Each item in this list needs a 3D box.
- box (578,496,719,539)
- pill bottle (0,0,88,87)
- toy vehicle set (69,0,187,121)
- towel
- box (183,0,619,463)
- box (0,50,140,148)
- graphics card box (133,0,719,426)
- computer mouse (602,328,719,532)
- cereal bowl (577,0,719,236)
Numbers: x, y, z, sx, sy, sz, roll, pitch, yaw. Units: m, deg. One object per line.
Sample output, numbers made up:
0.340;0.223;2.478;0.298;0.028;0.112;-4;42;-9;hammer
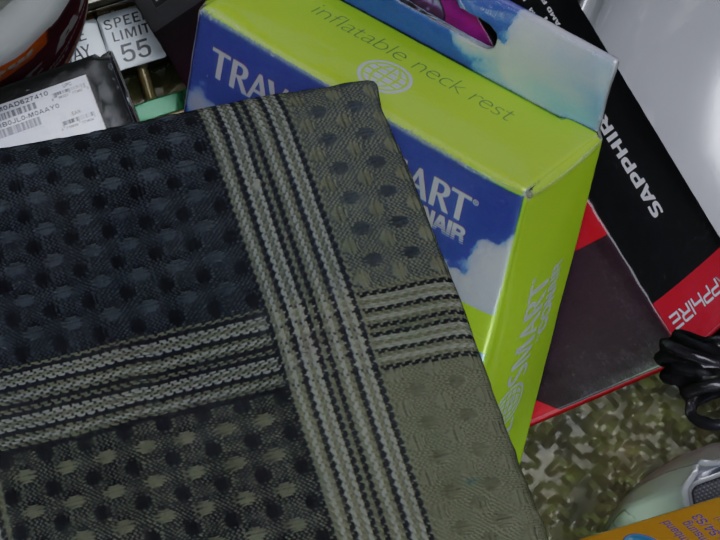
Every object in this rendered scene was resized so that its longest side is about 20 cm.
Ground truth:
0.134;0.117;0.856;0.200;0.041;0.119;-13;122;-21;box
-0.134;-0.102;0.845;0.114;0.200;0.114;0;86;-6;pill bottle
-0.084;-0.103;0.966;0.200;0.027;0.125;-18;88;-8;toy vehicle set
-0.060;0.047;0.744;0.192;0.035;0.200;-12;56;-9;towel
0.000;0.000;0.875;0.122;0.200;0.048;30;42;22;box
-0.160;0.004;0.880;0.200;0.160;0.044;-20;82;-7;box
0.021;-0.045;0.900;0.051;0.125;0.200;-34;96;-44;graphics card box
0.115;0.066;0.903;0.109;0.200;0.044;-11;62;-23;computer mouse
0.161;-0.051;0.955;0.200;0.083;0.201;0;92;0;cereal bowl
